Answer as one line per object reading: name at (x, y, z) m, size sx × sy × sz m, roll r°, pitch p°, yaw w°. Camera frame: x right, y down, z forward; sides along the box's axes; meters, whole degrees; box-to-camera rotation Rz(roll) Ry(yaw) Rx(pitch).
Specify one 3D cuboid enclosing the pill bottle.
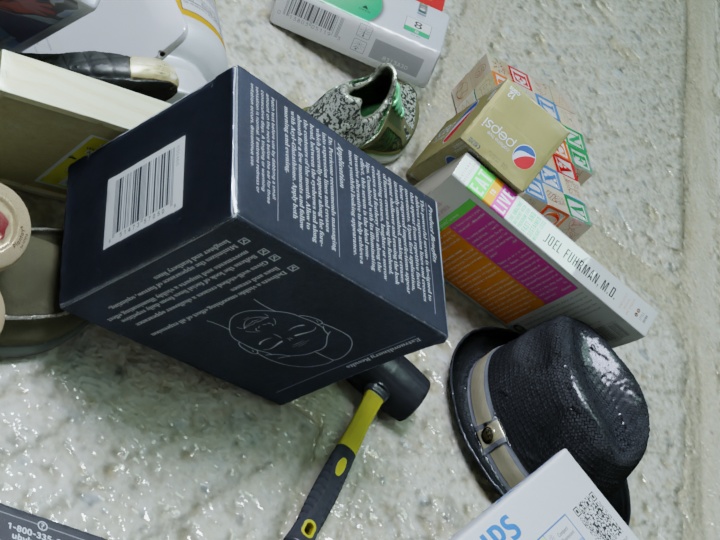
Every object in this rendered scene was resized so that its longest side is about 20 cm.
pill bottle at (-0.158, -0.171, 0.976) m, size 0.112 × 0.113 × 0.201 m, roll 16°, pitch 43°, yaw -35°

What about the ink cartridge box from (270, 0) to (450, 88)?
ink cartridge box at (0.010, -0.271, 1.279) m, size 0.160 × 0.050 × 0.201 m, roll 22°, pitch 40°, yaw -5°

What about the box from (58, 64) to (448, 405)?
box at (-0.062, -0.012, 0.825) m, size 0.199 × 0.148 × 0.108 m, roll 31°, pitch 46°, yaw -43°

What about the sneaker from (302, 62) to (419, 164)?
sneaker at (0.014, -0.140, 1.139) m, size 0.077 × 0.089 × 0.200 m, roll 48°, pitch 32°, yaw 4°

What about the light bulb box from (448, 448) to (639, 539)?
light bulb box at (0.109, 0.249, 0.799) m, size 0.200 × 0.125 × 0.198 m, roll 51°, pitch 36°, yaw 11°

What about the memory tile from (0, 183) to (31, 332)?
memory tile at (-0.257, 0.029, 0.668) m, size 0.152 × 0.017 × 0.202 m, roll 22°, pitch 69°, yaw -29°

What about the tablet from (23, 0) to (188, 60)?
tablet at (-0.200, -0.190, 0.926) m, size 0.014 × 0.130 × 0.201 m, roll 32°, pitch 24°, yaw -54°

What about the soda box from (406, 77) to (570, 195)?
soda box at (0.101, -0.097, 1.104) m, size 0.068 × 0.064 × 0.200 m, roll 40°, pitch -10°, yaw -6°

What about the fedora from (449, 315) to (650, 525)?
fedora at (0.163, 0.109, 1.028) m, size 0.200 × 0.092 × 0.202 m, roll 28°, pitch 38°, yaw -24°

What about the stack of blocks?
stack of blocks at (0.165, -0.108, 1.287) m, size 0.115 × 0.059 × 0.201 m, roll 22°, pitch 40°, yaw -29°

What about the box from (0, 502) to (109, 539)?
box at (-0.165, 0.191, 0.590) m, size 0.199 × 0.115 × 0.133 m, roll 26°, pitch 37°, yaw -26°

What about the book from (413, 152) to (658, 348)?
book at (0.127, -0.003, 1.074) m, size 0.200 × 0.133 × 0.048 m, roll 39°, pitch 66°, yaw -9°

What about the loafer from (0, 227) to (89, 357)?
loafer at (-0.219, 0.007, 0.763) m, size 0.199 × 0.070 × 0.075 m, roll -14°, pitch 64°, yaw -51°

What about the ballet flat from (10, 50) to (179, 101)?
ballet flat at (-0.214, -0.128, 0.842) m, size 0.198 × 0.067 × 0.057 m, roll 1°, pitch 69°, yaw 2°

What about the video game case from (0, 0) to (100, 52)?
video game case at (-0.275, -0.191, 0.818) m, size 0.181 × 0.199 × 0.023 m, roll 26°, pitch 74°, yaw -29°

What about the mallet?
mallet at (-0.015, 0.112, 0.897) m, size 0.066 × 0.041 × 0.200 m, roll 44°, pitch 38°, yaw -2°

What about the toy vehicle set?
toy vehicle set at (-0.166, -0.077, 0.857) m, size 0.199 × 0.124 × 0.027 m, roll 15°, pitch 64°, yaw -36°
